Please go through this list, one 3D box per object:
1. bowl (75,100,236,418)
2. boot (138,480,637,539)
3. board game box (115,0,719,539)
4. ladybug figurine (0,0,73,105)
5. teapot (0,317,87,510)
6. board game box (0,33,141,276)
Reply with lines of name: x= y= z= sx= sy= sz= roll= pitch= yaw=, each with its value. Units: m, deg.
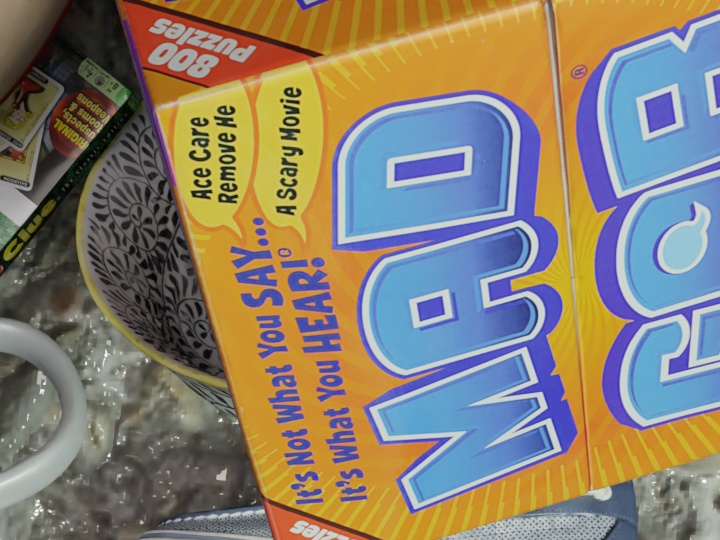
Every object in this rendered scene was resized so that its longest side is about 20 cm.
bowl: x=0.000 y=0.000 z=0.763 sx=0.200 sy=0.094 sz=0.201 roll=-6 pitch=47 yaw=6
boot: x=0.011 y=0.092 z=0.786 sx=0.199 sy=0.073 sz=0.091 roll=4 pitch=67 yaw=2
board game box: x=0.033 y=-0.065 z=0.615 sx=0.199 sy=0.200 sz=0.200 roll=-16 pitch=46 yaw=-5
ladybug figurine: x=-0.149 y=-0.123 z=0.699 sx=0.136 sy=0.072 sz=0.200 roll=34 pitch=99 yaw=20
teapot: x=-0.242 y=0.052 z=0.763 sx=0.197 sy=0.200 sz=0.146 roll=-27 pitch=36 yaw=30
board game box: x=-0.193 y=-0.086 z=0.757 sx=0.200 sy=0.023 sz=0.105 roll=38 pitch=87 yaw=7
